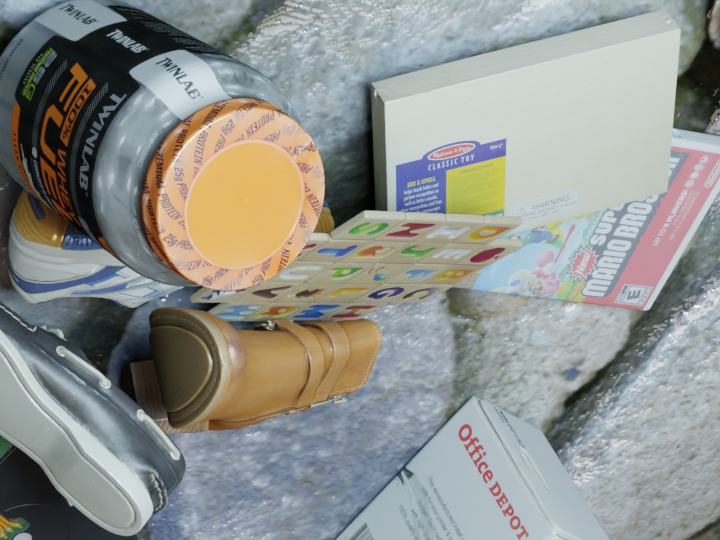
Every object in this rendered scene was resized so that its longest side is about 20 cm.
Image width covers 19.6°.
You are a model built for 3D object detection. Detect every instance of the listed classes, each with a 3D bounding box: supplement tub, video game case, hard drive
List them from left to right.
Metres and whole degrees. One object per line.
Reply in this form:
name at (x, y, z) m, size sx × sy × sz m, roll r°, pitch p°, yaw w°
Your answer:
hard drive at (-0.234, 0.146, 1.361) m, size 0.140 × 0.038 × 0.200 m, roll -23°, pitch 135°, yaw -7°
supplement tub at (-0.109, -0.067, 1.109) m, size 0.122 × 0.200 × 0.123 m, roll -13°, pitch 115°, yaw -29°
video game case at (0.145, -0.041, 1.402) m, size 0.200 × 0.017 × 0.143 m, roll 7°, pitch 125°, yaw -30°

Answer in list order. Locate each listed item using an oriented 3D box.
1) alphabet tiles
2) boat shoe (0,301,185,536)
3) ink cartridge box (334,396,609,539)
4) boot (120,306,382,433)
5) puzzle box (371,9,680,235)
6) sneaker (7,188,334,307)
alphabet tiles at (0.000, 0.000, 1.299) m, size 0.200 × 0.006 × 0.166 m, roll 1°, pitch 157°, yaw -43°
boat shoe at (-0.188, 0.070, 1.258) m, size 0.060 × 0.200 × 0.074 m, roll -47°, pitch 180°, yaw -43°
ink cartridge box at (0.070, 0.213, 1.495) m, size 0.084 × 0.144 × 0.200 m, roll 25°, pitch 114°, yaw -41°
boot at (-0.056, 0.060, 1.300) m, size 0.155 × 0.077 × 0.200 m, roll -8°, pitch 163°, yaw -20°
puzzle box at (0.104, -0.083, 1.314) m, size 0.200 × 0.025 × 0.133 m, roll -14°, pitch 133°, yaw -14°
sneaker at (-0.118, -0.021, 1.264) m, size 0.200 × 0.075 × 0.088 m, roll 0°, pitch 143°, yaw -22°
